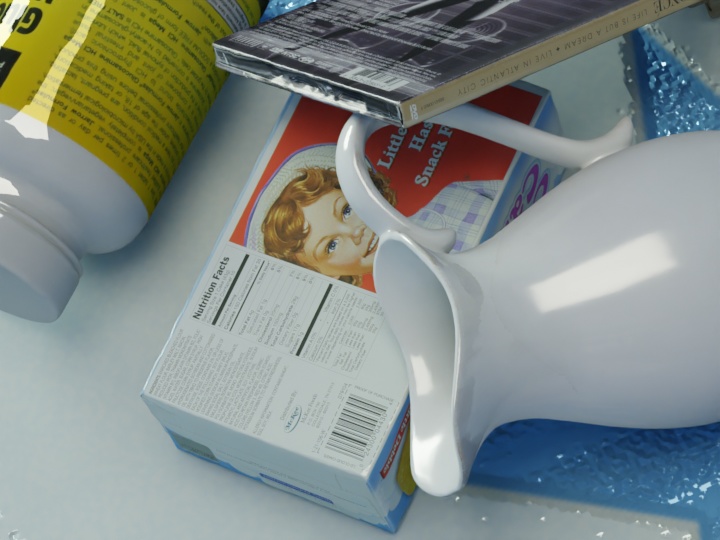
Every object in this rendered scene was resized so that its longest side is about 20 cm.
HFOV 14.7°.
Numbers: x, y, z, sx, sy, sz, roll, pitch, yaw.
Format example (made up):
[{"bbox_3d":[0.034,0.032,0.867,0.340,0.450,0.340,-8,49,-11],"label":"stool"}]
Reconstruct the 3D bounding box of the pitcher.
[{"bbox_3d":[0.098,-0.011,1.173,0.199,0.121,0.173,-15,77,-19],"label":"pitcher"}]

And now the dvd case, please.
[{"bbox_3d":[0.055,-0.114,1.218,0.199,0.016,0.148,-25,26,-27],"label":"dvd case"}]

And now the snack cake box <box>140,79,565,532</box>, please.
[{"bbox_3d":[0.000,0.000,1.244,0.114,0.067,0.201,19,71,21],"label":"snack cake box"}]

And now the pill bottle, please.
[{"bbox_3d":[-0.128,-0.082,1.283,0.112,0.113,0.201,21,71,20],"label":"pill bottle"}]

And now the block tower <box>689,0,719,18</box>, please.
[{"bbox_3d":[0.234,-0.182,1.286,0.199,0.054,0.058,-20,64,2],"label":"block tower"}]
